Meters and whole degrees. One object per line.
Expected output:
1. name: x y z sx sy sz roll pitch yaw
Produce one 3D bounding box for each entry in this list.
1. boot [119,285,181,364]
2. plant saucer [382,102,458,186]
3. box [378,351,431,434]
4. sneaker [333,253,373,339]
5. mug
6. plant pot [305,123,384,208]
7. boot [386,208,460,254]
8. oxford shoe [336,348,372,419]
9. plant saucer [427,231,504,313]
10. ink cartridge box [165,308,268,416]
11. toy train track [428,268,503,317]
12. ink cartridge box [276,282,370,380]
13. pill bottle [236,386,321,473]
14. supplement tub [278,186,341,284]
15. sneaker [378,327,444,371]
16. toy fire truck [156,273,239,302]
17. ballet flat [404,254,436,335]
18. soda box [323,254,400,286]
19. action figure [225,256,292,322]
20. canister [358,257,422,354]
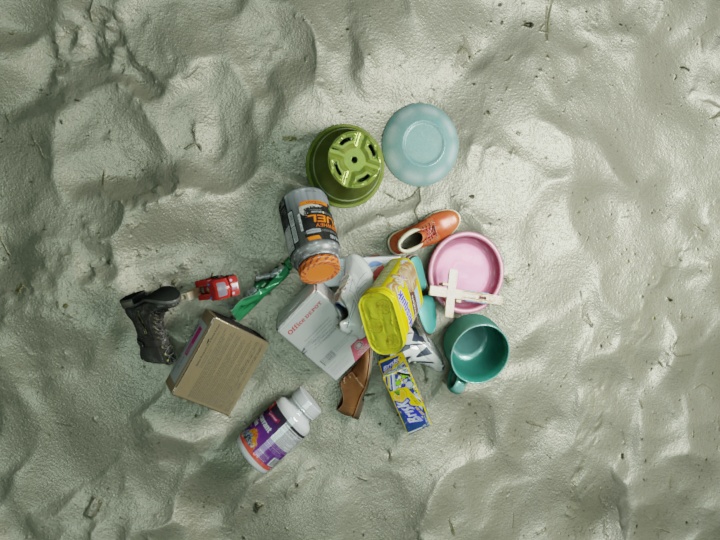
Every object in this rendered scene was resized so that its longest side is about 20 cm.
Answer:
1. boot: -0.458 0.132 1.508 0.197 0.069 0.178 -5 110 35
2. plant saucer: 0.152 -0.311 1.621 0.196 0.039 0.206 -1 94 -7
3. box: 0.110 0.302 1.609 0.069 0.065 0.203 -22 120 2
4. sneaker: -0.019 0.052 1.507 0.086 0.074 0.204 14 60 -32
5. mug: 0.267 0.194 1.632 0.183 0.115 0.154 -30 108 1
6. plant pot: -0.026 -0.250 1.525 0.195 0.190 0.205 0 94 -7
7. boot: 0.166 -0.091 1.607 0.197 0.107 0.076 -26 96 -7
8. oxford shoe: -0.013 0.267 1.618 0.070 0.071 0.204 15 101 -4
9. plant saucer: 0.261 0.004 1.655 0.195 0.051 0.206 -1 95 -7
10. ink cartridge box: -0.335 0.216 1.545 0.163 0.075 0.203 31 89 -34
11. toy train track: 0.256 0.062 1.620 0.195 0.032 0.118 8 86 -14
12. ink cartridge box: -0.084 0.138 1.567 0.146 0.085 0.200 -43 111 12
13. pill bottle: -0.192 0.379 1.587 0.200 0.111 0.112 -42 99 -3
14. supplement tub: -0.114 -0.080 1.518 0.120 0.123 0.203 -13 62 -7
15. sneaker: 0.111 0.210 1.641 0.129 0.080 0.199 -41 119 15
16. toy fire truck: -0.378 0.050 1.521 0.139 0.198 0.050 -17 98 -35
17. ballet flat: 0.140 0.061 1.634 0.067 0.067 0.205 -12 91 -33
18. soda box: 0.000 0.000 1.611 0.195 0.064 0.070 -2 95 -8
19. action figure: -0.232 0.036 1.571 0.199 0.118 0.055 -40 86 -12
20. canister: 0.075 0.074 1.495 0.085 0.200 0.151 -8 111 23
